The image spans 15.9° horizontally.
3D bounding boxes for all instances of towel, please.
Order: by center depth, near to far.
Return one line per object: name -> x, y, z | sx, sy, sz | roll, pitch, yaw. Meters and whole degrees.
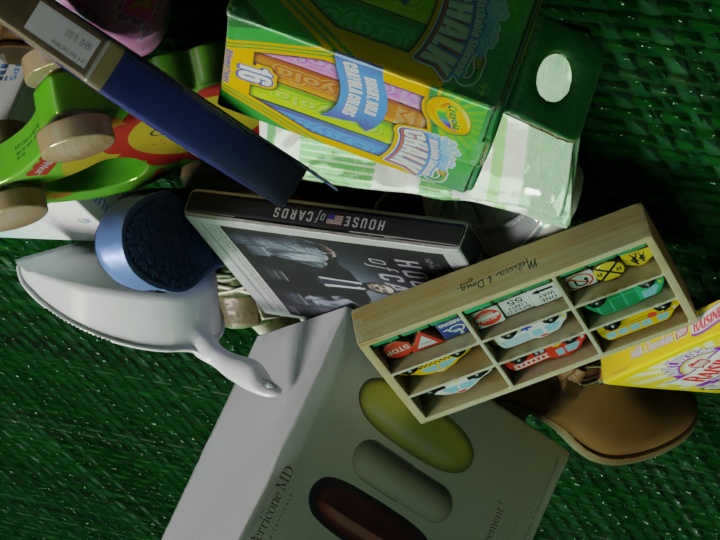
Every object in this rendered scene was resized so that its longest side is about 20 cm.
towel -> 0.034, -0.098, 1.551 | 0.198, 0.023, 0.153 | 11, 137, 11

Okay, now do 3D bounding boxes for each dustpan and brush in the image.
dustpan and brush -> -0.127, 0.034, 1.780 | 0.199, 0.058, 0.139 | 20, -156, 37

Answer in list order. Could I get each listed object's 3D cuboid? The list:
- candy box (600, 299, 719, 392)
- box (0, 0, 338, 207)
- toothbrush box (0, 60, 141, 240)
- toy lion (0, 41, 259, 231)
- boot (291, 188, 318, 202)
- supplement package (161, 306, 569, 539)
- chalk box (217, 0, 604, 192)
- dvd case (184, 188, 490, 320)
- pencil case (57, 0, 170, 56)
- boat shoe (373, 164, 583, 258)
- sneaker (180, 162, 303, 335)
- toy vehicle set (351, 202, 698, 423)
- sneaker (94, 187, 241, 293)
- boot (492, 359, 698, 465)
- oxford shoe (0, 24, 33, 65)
candy box -> 0.254, 0.045, 1.715 | 0.101, 0.027, 0.200 | 8, 161, -26
box -> -0.110, -0.095, 1.477 | 0.199, 0.033, 0.121 | 31, -178, -42
toothbrush box -> -0.267, -0.093, 1.819 | 0.199, 0.086, 0.146 | 3, 152, 37
toy lion -> -0.137, -0.093, 1.646 | 0.190, 0.069, 0.200 | -5, 163, -30
boot -> 0.022, -0.004, 1.821 | 0.143, 0.071, 0.201 | 3, 156, 23
supplement package -> 0.000, 0.164, 1.781 | 0.199, 0.192, 0.147 | 33, 157, -19
chalk box -> 0.035, -0.133, 1.411 | 0.198, 0.126, 0.124 | 18, 159, 1
dvd case -> 0.000, 0.000, 1.701 | 0.199, 0.025, 0.150 | 8, 156, 26
pencil case -> -0.138, -0.193, 1.479 | 0.087, 0.088, 0.200 | 21, 159, -3
boat shoe -> 0.069, -0.040, 1.673 | 0.071, 0.071, 0.200 | 23, 162, -23
sneaker -> -0.077, -0.001, 1.863 | 0.067, 0.090, 0.200 | 7, 155, 32
toy vehicle set -> 0.106, 0.029, 1.650 | 0.199, 0.027, 0.124 | -21, 147, 13
sneaker -> -0.143, -0.019, 1.718 | 0.077, 0.071, 0.200 | -6, -178, 20
boot -> 0.174, 0.060, 1.836 | 0.198, 0.077, 0.156 | 9, 137, -16
oxford shoe -> -0.234, -0.165, 1.549 | 0.071, 0.072, 0.200 | 37, -162, 10
